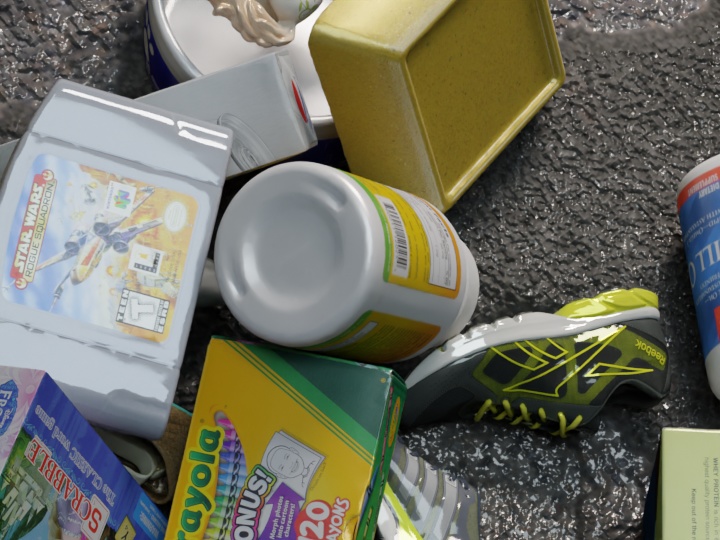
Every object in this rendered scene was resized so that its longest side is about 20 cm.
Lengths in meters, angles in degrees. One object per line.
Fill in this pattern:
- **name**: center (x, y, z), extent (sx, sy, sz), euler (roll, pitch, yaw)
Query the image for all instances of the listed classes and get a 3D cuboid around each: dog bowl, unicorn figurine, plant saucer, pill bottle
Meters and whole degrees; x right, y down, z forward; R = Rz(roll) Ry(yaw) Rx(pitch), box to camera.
- **dog bowl**: center (-0.047, -0.169, 1.862), extent (0.199, 0.079, 0.201), euler (4, 64, -9)
- **unicorn figurine**: center (-0.029, -0.225, 1.816), extent (0.137, 0.074, 0.200), euler (37, 77, -3)
- **plant saucer**: center (0.065, -0.139, 1.803), extent (0.048, 0.201, 0.200), euler (23, 58, 35)
- **pill bottle**: center (0.277, 0.027, 1.811), extent (0.112, 0.112, 0.201), euler (-2, 64, -12)
- **pill bottle**: center (0.000, 0.000, 1.718), extent (0.111, 0.200, 0.112), euler (-3, 82, 24)

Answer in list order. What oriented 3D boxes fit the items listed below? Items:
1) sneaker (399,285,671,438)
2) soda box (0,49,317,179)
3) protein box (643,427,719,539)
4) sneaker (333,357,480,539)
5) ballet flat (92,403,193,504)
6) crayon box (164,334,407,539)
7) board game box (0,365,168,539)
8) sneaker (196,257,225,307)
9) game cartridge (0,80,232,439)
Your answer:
- **sneaker**: center (0.116, 0.072, 1.779), extent (0.199, 0.075, 0.085), euler (-18, 76, -14)
- **soda box**: center (-0.132, -0.079, 1.758), extent (0.199, 0.063, 0.069), euler (-18, 94, 7)
- **protein box**: center (0.279, 0.216, 1.689), extent (0.199, 0.135, 0.200), euler (2, 64, 2)
- **sneaker**: center (0.028, 0.144, 1.738), extent (0.081, 0.074, 0.201), euler (-19, 75, -29)
- **ballet flat**: center (-0.186, 0.086, 1.693), extent (0.200, 0.068, 0.073), euler (33, 43, -20)
- **crayon box**: center (-0.052, 0.150, 1.669), extent (0.118, 0.058, 0.201), euler (10, 81, 13)
- **board game box**: center (-0.191, 0.192, 1.598), extent (0.041, 0.200, 0.200), euler (5, 59, 29)
- **sneaker**: center (-0.178, 0.025, 1.757), extent (0.199, 0.070, 0.081), euler (-2, 80, -9)
- **game cartridge**: center (-0.161, -0.010, 1.662), extent (0.133, 0.042, 0.201), euler (17, 73, -16)
